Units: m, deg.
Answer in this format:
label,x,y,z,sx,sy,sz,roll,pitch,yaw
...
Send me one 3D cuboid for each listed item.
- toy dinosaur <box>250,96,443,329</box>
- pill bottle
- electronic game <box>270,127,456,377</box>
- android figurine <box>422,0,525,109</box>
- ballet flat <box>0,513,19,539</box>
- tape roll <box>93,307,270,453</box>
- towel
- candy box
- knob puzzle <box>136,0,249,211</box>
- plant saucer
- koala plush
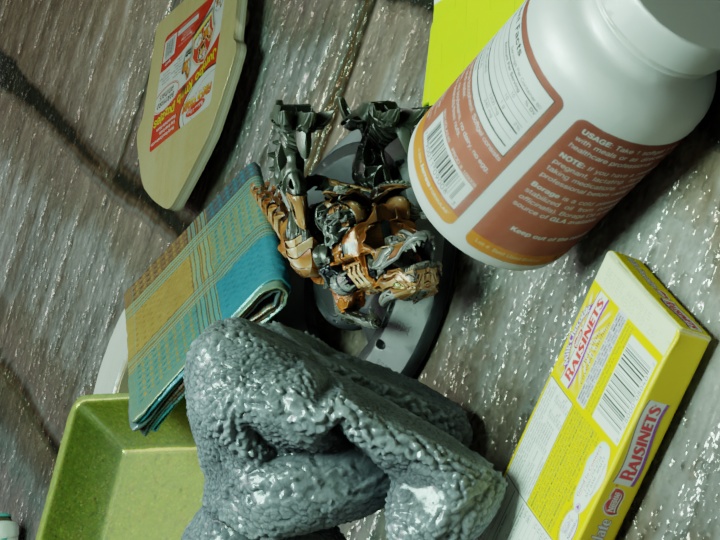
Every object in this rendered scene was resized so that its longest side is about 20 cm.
label,x,y,z,sx,sy,sz,roll,pitch,yaw
toy dinosaur,-0.018,-0.036,1.481,0.199,0.102,0.136,10,104,37
pill bottle,0.118,-0.094,1.273,0.200,0.112,0.113,-46,36,46
electronic game,0.000,0.000,1.556,0.200,0.041,0.201,-29,55,50
android figurine,0.088,-0.157,1.462,0.182,0.041,0.201,-31,50,58
ballet flat,-0.361,0.274,2.163,0.200,0.069,0.070,-34,46,55
tape roll,-0.135,0.102,1.755,0.202,0.071,0.203,-44,38,48
towel,-0.108,0.016,1.637,0.147,0.022,0.200,-44,23,14
candy box,0.117,0.099,1.261,0.201,0.026,0.102,-67,22,17
knob puzzle,-0.131,-0.139,1.942,0.220,0.030,0.221,-44,38,48
plant saucer,-0.127,0.180,1.586,0.199,0.048,0.201,-5,61,34
koala plush,-0.048,0.147,1.343,0.201,0.183,0.177,-62,10,9
